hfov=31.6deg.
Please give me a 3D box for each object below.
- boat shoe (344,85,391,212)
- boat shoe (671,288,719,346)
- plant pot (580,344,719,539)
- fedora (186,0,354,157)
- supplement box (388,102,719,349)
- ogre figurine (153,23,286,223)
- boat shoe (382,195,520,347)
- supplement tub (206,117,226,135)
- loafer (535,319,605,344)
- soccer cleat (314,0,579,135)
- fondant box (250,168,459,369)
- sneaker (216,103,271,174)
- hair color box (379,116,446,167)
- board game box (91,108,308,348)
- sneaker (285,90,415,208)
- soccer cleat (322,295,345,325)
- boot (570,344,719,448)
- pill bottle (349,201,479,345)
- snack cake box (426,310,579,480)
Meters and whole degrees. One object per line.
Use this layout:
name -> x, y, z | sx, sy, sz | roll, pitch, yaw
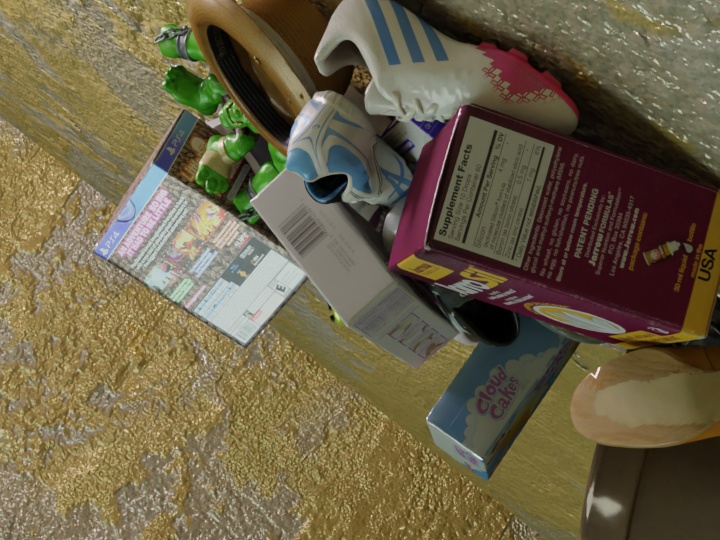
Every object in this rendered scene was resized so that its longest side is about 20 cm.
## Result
boat shoe -> 0.030, -0.087, 1.162 | 0.200, 0.071, 0.072 | 40, 180, 5
boat shoe -> 0.277, 0.055, 0.992 | 0.200, 0.066, 0.072 | 37, 170, 3
plant pot -> 0.309, 0.180, 1.160 | 0.173, 0.202, 0.200 | 16, 163, 18
fedora -> -0.061, -0.173, 1.066 | 0.201, 0.082, 0.201 | 46, 167, 13
supplement box -> 0.135, -0.024, 0.875 | 0.198, 0.104, 0.131 | 18, 172, -6
ogre figurine -> -0.114, -0.156, 1.221 | 0.119, 0.202, 0.098 | -20, 170, 38
boat shoe -> 0.084, 0.002, 1.073 | 0.057, 0.069, 0.200 | 37, 174, 39
supplement tub -> -0.155, -0.107, 1.507 | 0.140, 0.141, 0.200 | 39, 169, -11
loafer -> 0.155, -0.009, 1.097 | 0.200, 0.075, 0.070 | 39, 173, -7
soccer cleat -> 0.056, -0.128, 0.893 | 0.199, 0.087, 0.070 | 32, 168, 24
fondant box -> 0.000, 0.000, 1.106 | 0.145, 0.058, 0.200 | 51, -174, 23
sneaker -> -0.069, -0.148, 1.295 | 0.075, 0.106, 0.201 | -5, -121, -54
hair color box -> 0.116, -0.070, 1.001 | 0.199, 0.065, 0.109 | 37, 170, -5
board game box -> -0.154, -0.041, 1.348 | 0.199, 0.097, 0.159 | 34, 131, -12
sneaker -> -0.008, -0.079, 0.979 | 0.072, 0.073, 0.200 | 39, -177, 20
soccer cleat -> 0.004, -0.011, 1.366 | 0.201, 0.083, 0.065 | -77, -23, -59
boot -> 0.266, 0.091, 0.904 | 0.200, 0.071, 0.144 | -19, 157, 34
pill bottle -> 0.060, -0.018, 1.259 | 0.199, 0.113, 0.112 | 31, 168, 37
snack cake box -> 0.147, 0.090, 1.198 | 0.067, 0.201, 0.115 | 33, 169, 15
